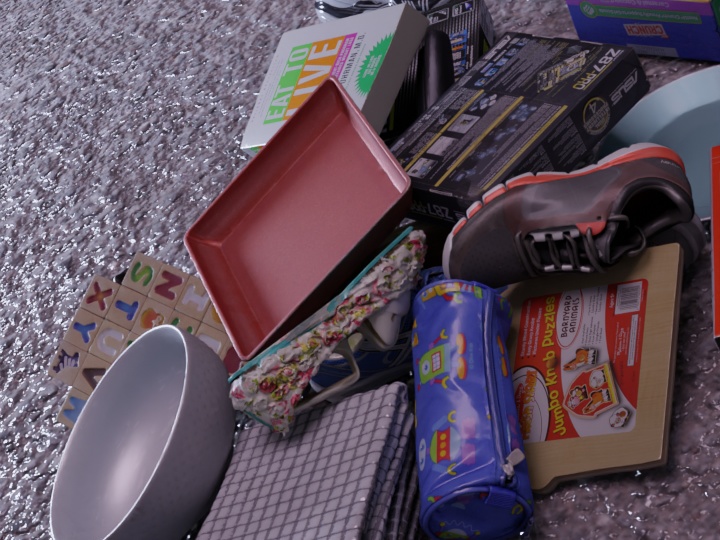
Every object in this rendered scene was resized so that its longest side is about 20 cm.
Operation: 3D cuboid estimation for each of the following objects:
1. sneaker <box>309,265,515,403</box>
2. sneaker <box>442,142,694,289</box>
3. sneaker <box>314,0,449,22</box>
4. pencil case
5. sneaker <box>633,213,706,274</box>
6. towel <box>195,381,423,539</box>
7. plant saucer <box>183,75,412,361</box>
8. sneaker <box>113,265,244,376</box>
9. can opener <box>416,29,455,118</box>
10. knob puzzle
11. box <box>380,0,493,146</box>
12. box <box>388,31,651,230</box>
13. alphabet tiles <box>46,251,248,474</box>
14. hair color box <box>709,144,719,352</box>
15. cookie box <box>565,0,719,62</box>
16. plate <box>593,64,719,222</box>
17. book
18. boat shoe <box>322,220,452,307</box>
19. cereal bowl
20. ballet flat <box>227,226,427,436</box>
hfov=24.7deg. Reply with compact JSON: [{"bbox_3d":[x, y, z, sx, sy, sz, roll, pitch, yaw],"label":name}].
[{"bbox_3d":[0.039,0.040,1.319,0.199,0.077,0.076,-31,51,8],"label":"sneaker"},{"bbox_3d":[0.156,-0.030,1.226,0.199,0.077,0.082,-25,33,5],"label":"sneaker"},{"bbox_3d":[0.023,-0.333,1.757,0.199,0.115,0.075,-9,41,28],"label":"sneaker"},{"bbox_3d":[0.080,0.100,1.197,0.087,0.078,0.201,-41,38,41],"label":"pencil case"},{"bbox_3d":[0.169,-0.019,1.310,0.199,0.075,0.082,3,46,37],"label":"sneaker"},{"bbox_3d":[-0.035,0.190,1.201,0.165,0.086,0.201,-20,32,28],"label":"towel"},{"bbox_3d":[-0.048,-0.041,1.374,0.200,0.037,0.200,-47,37,11],"label":"plant saucer"},{"bbox_3d":[-0.161,0.054,1.461,0.074,0.080,0.200,-41,38,-17],"label":"sneaker"},{"bbox_3d":[0.072,-0.123,1.482,0.078,0.063,0.201,3,60,-20],"label":"can opener"},{"bbox_3d":[0.148,0.078,1.237,0.219,0.030,0.221,-21,50,27],"label":"knob puzzle"},{"bbox_3d":[0.035,-0.173,1.616,0.192,0.048,0.201,-14,40,19],"label":"box"},{"bbox_3d":[0.119,-0.117,1.367,0.200,0.049,0.161,-45,32,-21],"label":"box"},{"bbox_3d":[-0.182,0.079,1.426,0.199,0.006,0.167,22,83,33],"label":"alphabet tiles"},{"bbox_3d":[0.291,0.004,1.173,0.061,0.102,0.201,-13,40,23],"label":"hair color box"},{"bbox_3d":[0.313,-0.289,1.530,0.171,0.075,0.200,14,56,44],"label":"cookie box"},{"bbox_3d":[0.290,-0.100,1.364,0.199,0.026,0.201,-19,37,15],"label":"plate"},{"bbox_3d":[-0.027,-0.173,1.561,0.200,0.048,0.134,-4,58,54],"label":"book"},{"bbox_3d":[0.000,0.000,1.412,0.199,0.073,0.063,-25,39,10],"label":"boat shoe"},{"bbox_3d":[-0.162,0.150,1.315,0.200,0.083,0.201,-41,31,32],"label":"cereal bowl"},{"bbox_3d":[-0.013,0.050,1.249,0.200,0.064,0.076,-40,-4,-14],"label":"ballet flat"}]
